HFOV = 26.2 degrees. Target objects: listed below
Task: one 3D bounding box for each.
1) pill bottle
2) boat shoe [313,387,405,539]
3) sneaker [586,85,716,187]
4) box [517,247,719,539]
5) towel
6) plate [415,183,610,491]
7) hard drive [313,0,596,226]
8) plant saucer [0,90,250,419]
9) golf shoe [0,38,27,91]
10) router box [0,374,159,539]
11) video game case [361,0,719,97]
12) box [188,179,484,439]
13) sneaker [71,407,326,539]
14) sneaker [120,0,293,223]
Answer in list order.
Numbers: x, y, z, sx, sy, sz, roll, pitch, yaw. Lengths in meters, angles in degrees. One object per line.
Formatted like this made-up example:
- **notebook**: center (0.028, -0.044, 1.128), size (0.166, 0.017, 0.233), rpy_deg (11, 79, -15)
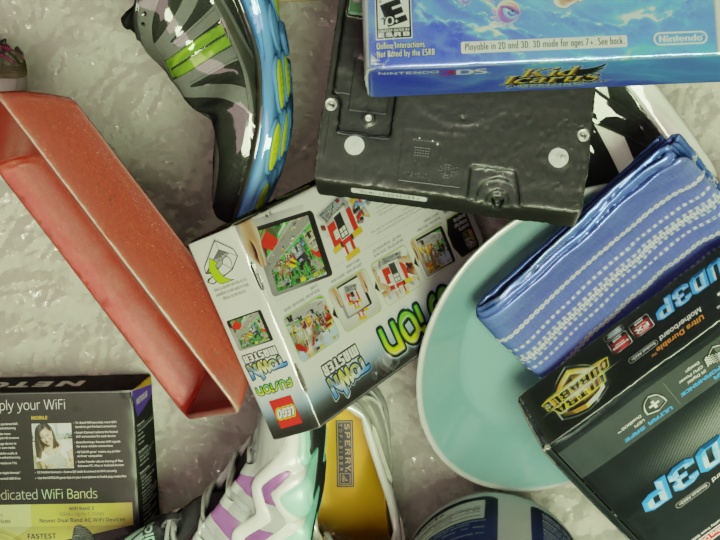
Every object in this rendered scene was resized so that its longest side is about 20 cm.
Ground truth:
- **pill bottle**: center (0.073, 0.188, 0.854), size (0.110, 0.200, 0.112), rpy_deg (1, 98, 5)
- **boat shoe**: center (-0.003, 0.167, 0.925), size (0.070, 0.070, 0.202), rpy_deg (-2, 98, 6)
- **sneaker**: center (0.102, -0.099, 0.875), size (0.112, 0.073, 0.201), rpy_deg (-37, 95, 8)
- **box**: center (0.208, 0.067, 0.862), size (0.199, 0.046, 0.159), rpy_deg (-37, 129, 9)
- **towel**: center (0.169, 0.028, 0.859), size (0.145, 0.024, 0.200), rpy_deg (-42, 127, 9)
- **plate**: center (0.117, 0.037, 0.877), size (0.198, 0.026, 0.202), rpy_deg (-12, 123, -19)
- **hard drive**: center (0.057, -0.130, 0.804), size (0.138, 0.038, 0.202), rpy_deg (6, 79, 3)
- **plant saucer**: center (-0.131, -0.008, 0.861), size (0.037, 0.200, 0.200), rpy_deg (-38, 93, -14)
- **golf shoe**: center (-0.284, -0.092, 0.918), size (0.198, 0.073, 0.093), rpy_deg (-5, 104, 16)
- **router box**: center (-0.225, 0.147, 0.952), size (0.198, 0.052, 0.159), rpy_deg (-1, 98, 6)
- **video game case**: center (0.098, -0.184, 0.773), size (0.198, 0.045, 0.183), rpy_deg (-2, 77, 2)
- **box**: center (0.000, 0.000, 0.840), size (0.035, 0.200, 0.111), rpy_deg (-18, 97, 38)
- **sneaker**: center (-0.094, 0.146, 0.875), size (0.138, 0.078, 0.202), rpy_deg (8, 110, 3)
- **sneaker**: center (-0.083, -0.123, 0.826), size (0.082, 0.071, 0.202), rpy_deg (-9, 100, 7)
